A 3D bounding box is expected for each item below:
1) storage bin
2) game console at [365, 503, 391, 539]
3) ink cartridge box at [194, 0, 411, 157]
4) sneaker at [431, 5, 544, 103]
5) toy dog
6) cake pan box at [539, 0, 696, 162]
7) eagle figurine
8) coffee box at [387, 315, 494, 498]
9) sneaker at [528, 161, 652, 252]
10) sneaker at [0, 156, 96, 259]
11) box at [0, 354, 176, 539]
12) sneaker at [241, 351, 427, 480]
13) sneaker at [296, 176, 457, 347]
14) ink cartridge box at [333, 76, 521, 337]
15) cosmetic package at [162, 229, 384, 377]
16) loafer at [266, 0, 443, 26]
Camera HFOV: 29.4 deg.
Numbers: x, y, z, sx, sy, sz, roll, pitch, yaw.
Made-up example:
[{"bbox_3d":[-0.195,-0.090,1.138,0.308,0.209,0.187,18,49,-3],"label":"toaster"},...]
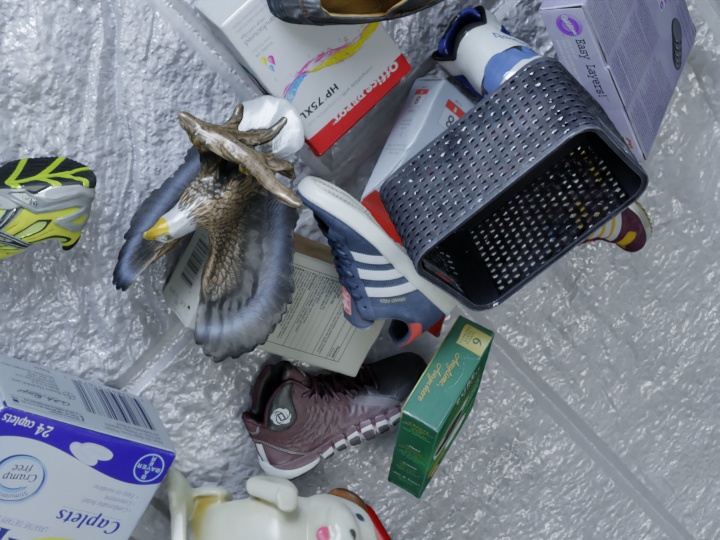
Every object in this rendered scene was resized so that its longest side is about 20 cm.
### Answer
[{"bbox_3d":[0.133,-0.072,1.205,0.199,0.094,0.135,-38,142,17],"label":"storage bin"},{"bbox_3d":[-0.040,0.378,1.550,0.199,0.119,0.173,-32,159,-9],"label":"game console"},{"bbox_3d":[-0.037,-0.189,1.194,0.116,0.067,0.200,-43,128,-3],"label":"ink cartridge box"},{"bbox_3d":[0.135,-0.190,1.284,0.081,0.115,0.199,-46,158,8],"label":"sneaker"},{"bbox_3d":[-0.082,0.282,1.363,0.198,0.141,0.195,-5,146,3],"label":"toy dog"},{"bbox_3d":[0.244,-0.233,1.279,0.201,0.052,0.185,56,46,-39],"label":"cake pan box"},{"bbox_3d":[-0.126,-0.043,1.149,0.149,0.153,0.201,0,140,-16],"label":"eagle figurine"},{"bbox_3d":[0.079,0.140,1.378,0.123,0.044,0.200,-56,168,-24],"label":"coffee box"},{"bbox_3d":[0.229,-0.057,1.400,0.090,0.075,0.200,-52,137,-4],"label":"sneaker"},{"bbox_3d":[-0.313,-0.043,1.120,0.198,0.075,0.077,-4,118,-26],"label":"sneaker"},{"bbox_3d":[-0.299,0.200,1.248,0.183,0.105,0.201,22,105,-35],"label":"box"},{"bbox_3d":[-0.030,0.119,1.373,0.199,0.076,0.116,-33,125,-8],"label":"sneaker"},{"bbox_3d":[0.000,0.000,1.220,0.085,0.075,0.200,-45,121,6],"label":"sneaker"},{"bbox_3d":[0.076,-0.057,1.301,0.162,0.050,0.202,34,71,-38],"label":"ink cartridge box"},{"bbox_3d":[-0.073,0.020,1.291,0.199,0.071,0.106,21,104,-36],"label":"cosmetic package"},{"bbox_3d":[0.024,-0.232,1.119,0.199,0.072,0.073,-20,121,-27],"label":"loafer"}]
